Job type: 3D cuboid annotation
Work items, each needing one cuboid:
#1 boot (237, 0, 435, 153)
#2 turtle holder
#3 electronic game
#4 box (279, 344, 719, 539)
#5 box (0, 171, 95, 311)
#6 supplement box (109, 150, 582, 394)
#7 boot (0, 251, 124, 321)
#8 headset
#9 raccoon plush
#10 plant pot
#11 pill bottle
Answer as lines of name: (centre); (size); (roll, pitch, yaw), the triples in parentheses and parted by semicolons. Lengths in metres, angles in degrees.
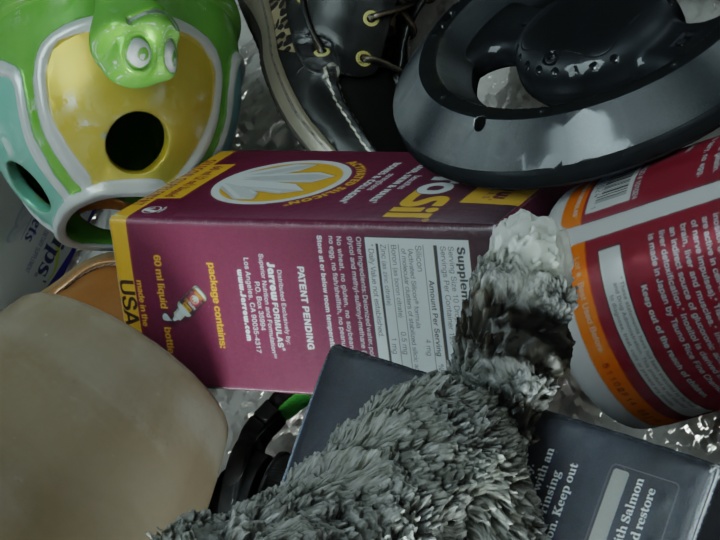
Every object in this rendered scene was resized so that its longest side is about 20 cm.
boot: (0.023, -0.136, 1.363); (0.150, 0.073, 0.200); (-40, 48, 20)
turtle holder: (-0.113, -0.091, 1.358); (0.185, 0.141, 0.132); (-28, 60, 45)
electronic game: (0.109, -0.100, 1.242); (0.199, 0.042, 0.200); (-18, 32, 11)
box: (0.097, 0.128, 1.117); (0.199, 0.196, 0.118); (16, 84, 41)
box: (-0.260, -0.034, 1.521); (0.200, 0.105, 0.185); (27, 91, 41)
supplement box: (0.000, 0.000, 1.261); (0.199, 0.110, 0.086); (2, 110, 28)
boot: (-0.156, 0.068, 1.356); (0.199, 0.077, 0.156); (6, 51, -1)
headset: (-0.023, 0.128, 1.259); (0.123, 0.094, 0.200); (33, 81, 17)
raccoon plush: (-0.002, 0.061, 0.999); (0.096, 0.134, 0.201); (-4, 72, 39)
plant pot: (-0.152, 0.111, 1.230); (0.199, 0.200, 0.174); (11, 60, 40)
pill bottle: (0.186, -0.009, 1.155); (0.199, 0.113, 0.113); (-18, 62, 32)
